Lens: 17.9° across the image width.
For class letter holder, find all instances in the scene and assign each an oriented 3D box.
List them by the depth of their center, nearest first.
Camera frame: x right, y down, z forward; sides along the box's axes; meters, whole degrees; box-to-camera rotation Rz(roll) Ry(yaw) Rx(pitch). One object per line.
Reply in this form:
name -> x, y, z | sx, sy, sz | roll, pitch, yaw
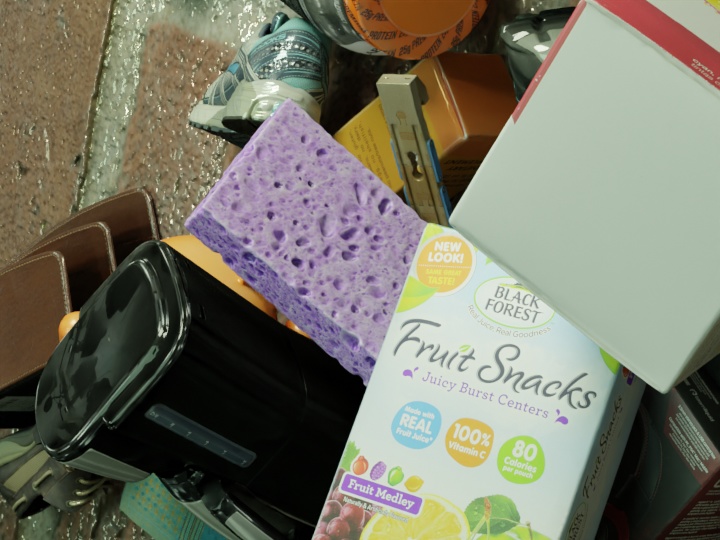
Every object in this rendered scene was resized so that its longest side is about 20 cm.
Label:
letter holder -> -0.240, 0.025, 1.710 | 0.200, 0.100, 0.143 | -26, 69, 44

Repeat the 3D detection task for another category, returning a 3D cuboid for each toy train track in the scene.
toy train track -> 0.050, -0.036, 1.390 | 0.114, 0.033, 0.201 | 4, 128, 30

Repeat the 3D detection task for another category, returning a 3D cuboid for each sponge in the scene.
sponge -> 0.000, 0.000, 1.347 | 0.200, 0.112, 0.030 | 42, 138, -5

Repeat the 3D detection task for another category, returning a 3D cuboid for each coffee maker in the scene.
coffee maker -> -0.069, 0.069, 1.381 | 0.193, 0.200, 0.135 | -59, 34, -3

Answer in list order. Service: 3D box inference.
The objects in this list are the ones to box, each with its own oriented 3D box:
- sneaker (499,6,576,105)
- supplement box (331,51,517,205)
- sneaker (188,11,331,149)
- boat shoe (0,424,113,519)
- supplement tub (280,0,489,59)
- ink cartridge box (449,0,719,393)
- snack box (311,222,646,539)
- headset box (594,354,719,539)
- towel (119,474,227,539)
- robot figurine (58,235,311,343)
sneaker -> 0.121, -0.109, 1.285 | 0.075, 0.200, 0.080 | -6, 96, 8
supplement box -> 0.016, -0.063, 1.459 | 0.200, 0.066, 0.069 | -35, 68, 42
sneaker -> -0.055, -0.122, 1.511 | 0.087, 0.077, 0.200 | -69, 15, -5
boat shoe -> -0.210, 0.139, 1.706 | 0.200, 0.074, 0.074 | -26, 86, 52
supplement tub -> -0.006, -0.210, 1.419 | 0.200, 0.122, 0.123 | 44, 121, 51
ink cartridge box -> 0.173, -0.057, 1.171 | 0.144, 0.200, 0.146 | 38, 119, 15
snack box -> 0.070, 0.089, 1.244 | 0.142, 0.053, 0.201 | 16, 80, 28
headset box -> 0.148, 0.101, 1.307 | 0.200, 0.075, 0.149 | -53, 53, 33
towel -> -0.096, 0.120, 1.611 | 0.147, 0.022, 0.201 | 38, 115, 39
robot figurine -> -0.114, 0.055, 1.511 | 0.143, 0.117, 0.200 | 33, 146, 13
